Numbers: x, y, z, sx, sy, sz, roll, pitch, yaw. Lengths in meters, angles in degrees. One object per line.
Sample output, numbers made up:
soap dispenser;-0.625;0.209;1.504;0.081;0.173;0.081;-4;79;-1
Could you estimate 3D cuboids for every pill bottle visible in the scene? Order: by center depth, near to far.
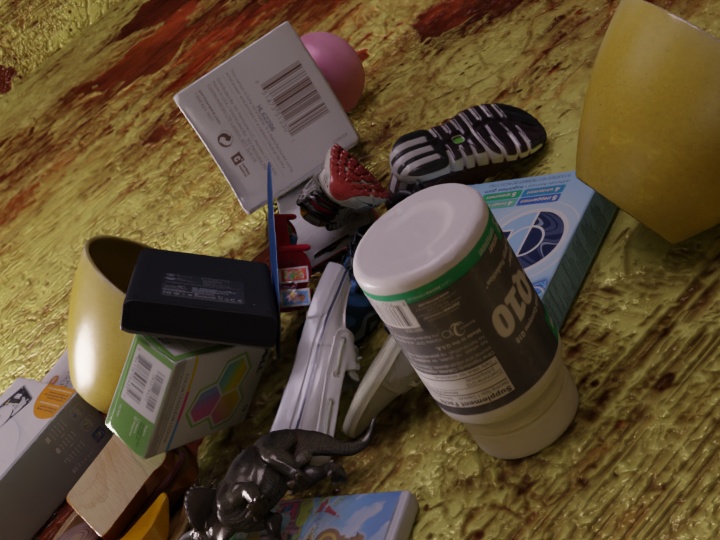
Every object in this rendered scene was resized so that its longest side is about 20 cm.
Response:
pill bottle;0.087;0.044;0.833;0.112;0.201;0.114;-25;30;16

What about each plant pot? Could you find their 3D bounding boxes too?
plant pot;0.262;-0.110;0.907;0.143;0.198;0.200;-56;27;11
plant pot;-0.236;0.076;1.165;0.143;0.198;0.200;-59;27;12

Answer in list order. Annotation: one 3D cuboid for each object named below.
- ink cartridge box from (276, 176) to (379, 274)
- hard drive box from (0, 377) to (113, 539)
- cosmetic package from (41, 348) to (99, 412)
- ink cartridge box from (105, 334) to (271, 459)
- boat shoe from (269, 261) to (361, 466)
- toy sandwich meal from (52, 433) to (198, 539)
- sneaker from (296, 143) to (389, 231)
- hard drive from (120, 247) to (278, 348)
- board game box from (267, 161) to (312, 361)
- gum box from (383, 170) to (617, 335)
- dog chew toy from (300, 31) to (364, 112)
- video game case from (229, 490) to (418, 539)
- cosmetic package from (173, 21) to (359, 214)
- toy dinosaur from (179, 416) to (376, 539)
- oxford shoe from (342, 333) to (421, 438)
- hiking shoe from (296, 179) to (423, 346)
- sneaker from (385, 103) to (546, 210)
ink cartridge box;-0.033;-0.050;1.253;0.108;0.051;0.201;-30;30;8
hard drive box;-0.388;0.223;1.193;0.154;0.077;0.201;1;45;47
cosmetic package;-0.309;0.087;1.336;0.082;0.051;0.201;-8;39;40
ink cartridge box;-0.144;0.100;1.045;0.059;0.105;0.199;33;23;25
boat shoe;-0.031;0.092;1.006;0.074;0.066;0.203;111;176;-67
toy sandwich meal;-0.239;0.237;1.022;0.203;0.071;0.206;-26;30;16
sneaker;-0.022;-0.075;1.124;0.082;0.078;0.200;-48;1;1
hard drive;-0.152;0.022;1.040;0.137;0.033;0.200;7;14;-9
board game box;-0.072;-0.009;1.113;0.038;0.158;0.204;-3;69;-6
gum box;0.135;-0.009;1.021;0.168;0.045;0.201;-5;40;42
dog chew toy;-0.083;-0.235;1.509;0.201;0.125;0.124;-52;33;-14
video game case;-0.059;0.264;0.846;0.180;0.022;0.201;-13;36;34
cosmetic package;-0.108;-0.188;1.352;0.165;0.169;0.200;-33;5;4
toy dinosaur;-0.075;0.171;0.899;0.200;0.077;0.102;-46;37;-14
oxford shoe;0.047;0.072;0.939;0.201;0.057;0.075;-57;2;17
hiking shoe;0.000;0.000;1.096;0.200;0.087;0.074;-46;41;-17
sneaker;0.105;-0.110;1.179;0.197;0.116;0.076;-16;58;-27
